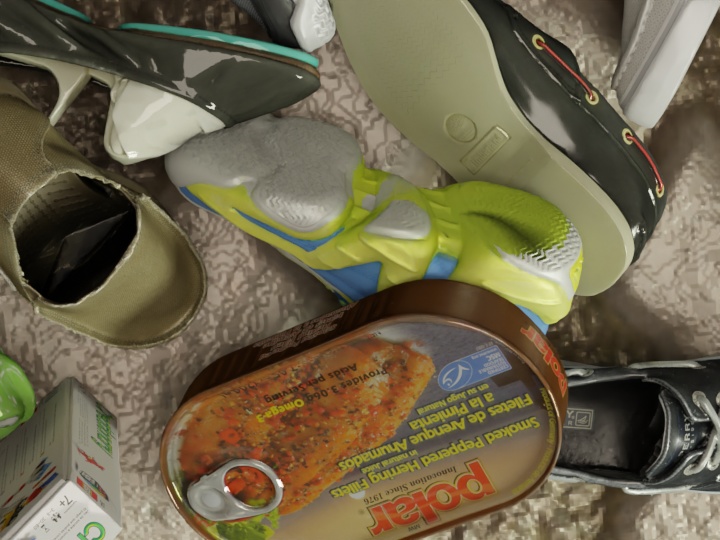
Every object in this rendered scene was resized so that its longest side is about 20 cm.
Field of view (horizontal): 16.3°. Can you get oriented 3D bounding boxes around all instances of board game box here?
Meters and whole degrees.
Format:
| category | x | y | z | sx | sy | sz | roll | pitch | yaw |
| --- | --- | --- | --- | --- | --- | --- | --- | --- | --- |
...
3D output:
| category | x | y | z | sx | sy | sz | roll | pitch | yaw |
| --- | --- | --- | --- | --- | --- | --- | --- | --- | --- |
| board game box | -0.159 | 0.119 | 1.089 | 0.126 | 0.200 | 0.035 | -45 | 101 | 3 |

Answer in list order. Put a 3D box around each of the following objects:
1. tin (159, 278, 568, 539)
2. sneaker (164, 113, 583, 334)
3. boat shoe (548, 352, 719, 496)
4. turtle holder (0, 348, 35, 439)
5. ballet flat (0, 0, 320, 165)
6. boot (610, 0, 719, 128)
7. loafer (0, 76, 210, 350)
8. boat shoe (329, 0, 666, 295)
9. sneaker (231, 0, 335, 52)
| category | x | y | z | sx | sy | sz | roll | pitch | yaw |
| --- | --- | --- | --- | --- | --- | --- | --- | --- | --- |
| tin | 0.002 | 0.072 | 1.132 | 0.200 | 0.042 | 0.112 | -22 | 112 | 29 |
| sneaker | 0.000 | 0.000 | 1.149 | 0.199 | 0.076 | 0.105 | 19 | 129 | 17 |
| boat shoe | 0.144 | 0.072 | 1.173 | 0.199 | 0.068 | 0.072 | 5 | 97 | -5 |
| turtle holder | -0.235 | 0.002 | 1.101 | 0.141 | 0.132 | 0.186 | -20 | 99 | -2 |
| ballet flat | -0.119 | -0.087 | 1.129 | 0.199 | 0.068 | 0.069 | 15 | 85 | 4 |
| boot | 0.130 | -0.172 | 1.145 | 0.095 | 0.074 | 0.201 | 21 | 87 | -1 |
| loafer | -0.123 | -0.010 | 1.090 | 0.076 | 0.200 | 0.067 | -44 | 55 | 3 |
| boat shoe | 0.061 | -0.082 | 1.151 | 0.201 | 0.063 | 0.074 | 49 | 133 | -6 |
| sneaker | -0.105 | -0.158 | 1.122 | 0.114 | 0.075 | 0.200 | -38 | 96 | 5 |
